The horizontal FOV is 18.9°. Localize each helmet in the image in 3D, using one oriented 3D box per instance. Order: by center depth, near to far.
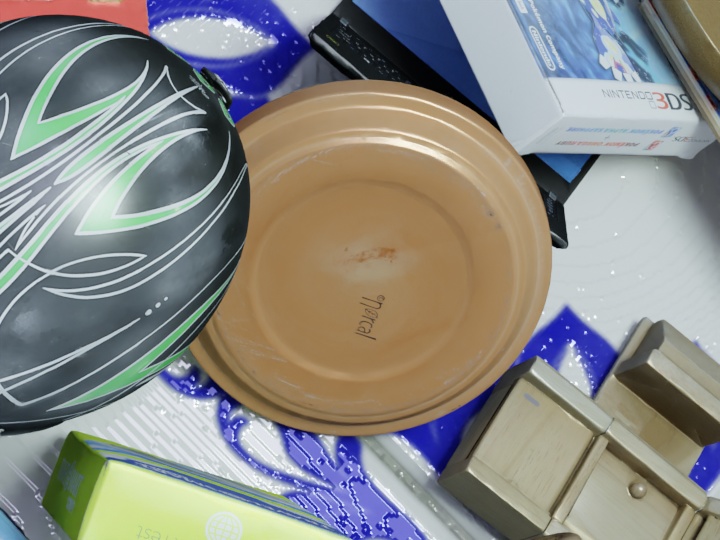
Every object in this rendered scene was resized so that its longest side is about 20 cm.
[{"bbox_3d":[-0.150,-0.022,0.998,0.200,0.191,0.200,3,103,13],"label":"helmet"}]

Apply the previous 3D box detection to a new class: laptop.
[{"bbox_3d":[0.076,-0.120,1.212,0.177,0.200,0.103,39,101,-3],"label":"laptop"}]

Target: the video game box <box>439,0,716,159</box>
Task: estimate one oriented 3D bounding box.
[{"bbox_3d":[0.111,-0.158,1.215,0.182,0.047,0.200,-2,63,-53],"label":"video game box"}]

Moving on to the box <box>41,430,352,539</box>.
[{"bbox_3d":[-0.080,0.121,1.025,0.122,0.200,0.048,19,86,-13],"label":"box"}]

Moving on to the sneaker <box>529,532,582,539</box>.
[{"bbox_3d":[0.047,0.217,1.052,0.200,0.071,0.113,-30,90,-19],"label":"sneaker"}]

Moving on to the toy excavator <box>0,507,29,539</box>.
[{"bbox_3d":[-0.185,0.134,0.984,0.194,0.200,0.100,48,65,1],"label":"toy excavator"}]

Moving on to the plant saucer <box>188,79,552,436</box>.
[{"bbox_3d":[0.000,0.000,1.113,0.200,0.200,0.032,19,25,-13],"label":"plant saucer"}]

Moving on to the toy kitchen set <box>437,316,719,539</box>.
[{"bbox_3d":[0.189,0.094,1.140,0.200,0.180,0.163,38,64,-9],"label":"toy kitchen set"}]

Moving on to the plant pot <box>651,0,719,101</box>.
[{"bbox_3d":[0.214,-0.148,1.241,0.200,0.027,0.200,36,36,-31],"label":"plant pot"}]

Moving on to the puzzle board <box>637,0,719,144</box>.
[{"bbox_3d":[0.245,-0.080,1.262,0.200,0.017,0.151,60,30,6],"label":"puzzle board"}]

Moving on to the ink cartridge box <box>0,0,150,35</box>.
[{"bbox_3d":[-0.176,-0.087,1.144,0.162,0.050,0.200,-2,77,-20],"label":"ink cartridge box"}]
